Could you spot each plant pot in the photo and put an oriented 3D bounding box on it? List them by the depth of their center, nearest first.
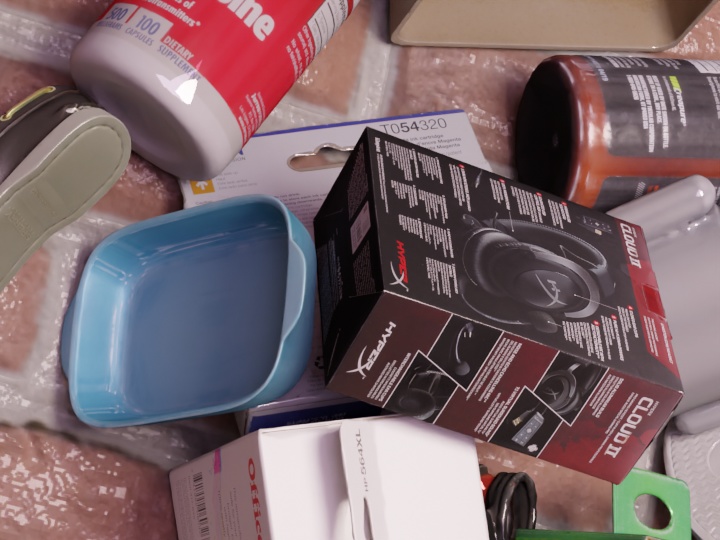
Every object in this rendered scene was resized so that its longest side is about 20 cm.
[{"bbox_3d":[0.128,-0.259,1.433,0.198,0.200,0.178,0,68,-19],"label":"plant pot"}]

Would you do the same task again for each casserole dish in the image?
[{"bbox_3d":[-0.090,0.028,1.306,0.039,0.199,0.122,19,67,-43],"label":"casserole dish"}]

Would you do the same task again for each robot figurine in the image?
[{"bbox_3d":[0.202,0.023,1.412,0.199,0.113,0.170,-19,121,9],"label":"robot figurine"}]

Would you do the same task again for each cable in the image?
[{"bbox_3d":[0.073,0.200,1.412,0.097,0.050,0.202,-16,99,-44],"label":"cable"}]

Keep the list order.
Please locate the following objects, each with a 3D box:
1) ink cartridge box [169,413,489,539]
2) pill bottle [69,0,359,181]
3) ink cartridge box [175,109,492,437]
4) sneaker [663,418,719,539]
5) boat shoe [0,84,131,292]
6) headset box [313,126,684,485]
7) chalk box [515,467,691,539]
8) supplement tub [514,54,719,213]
[{"bbox_3d":[-0.013,0.153,1.291,0.124,0.200,0.130,-6,82,-22],"label":"ink cartridge box"},{"bbox_3d":[-0.070,-0.160,1.376,0.112,0.112,0.200,40,70,-9],"label":"pill bottle"},{"bbox_3d":[0.000,0.000,1.385,0.195,0.043,0.201,-8,52,-16],"label":"ink cartridge box"},{"bbox_3d":[0.258,0.178,1.462,0.073,0.118,0.201,-32,59,2],"label":"sneaker"},{"bbox_3d":[-0.222,-0.028,1.328,0.201,0.061,0.072,-40,139,-13],"label":"boat shoe"},{"bbox_3d":[0.080,0.021,1.273,0.199,0.077,0.149,20,34,-19],"label":"headset box"},{"bbox_3d":[0.164,0.217,1.366,0.124,0.124,0.201,16,79,-32],"label":"chalk box"},{"bbox_3d":[0.204,-0.079,1.462,0.199,0.107,0.108,1,80,-19],"label":"supplement tub"}]
